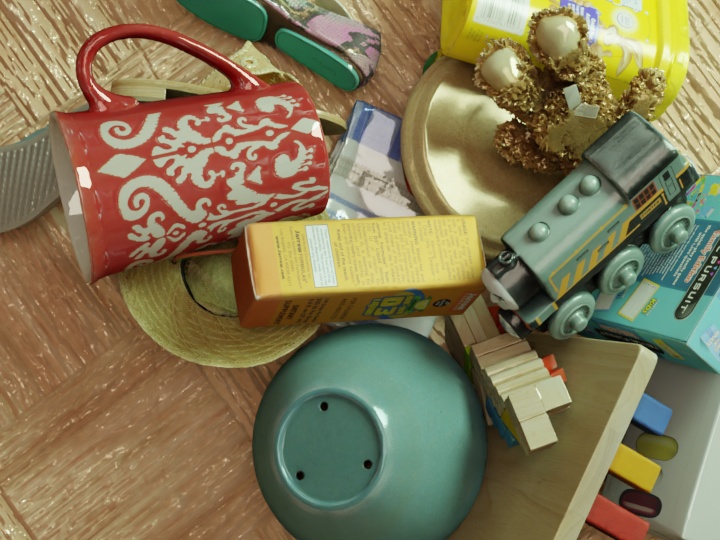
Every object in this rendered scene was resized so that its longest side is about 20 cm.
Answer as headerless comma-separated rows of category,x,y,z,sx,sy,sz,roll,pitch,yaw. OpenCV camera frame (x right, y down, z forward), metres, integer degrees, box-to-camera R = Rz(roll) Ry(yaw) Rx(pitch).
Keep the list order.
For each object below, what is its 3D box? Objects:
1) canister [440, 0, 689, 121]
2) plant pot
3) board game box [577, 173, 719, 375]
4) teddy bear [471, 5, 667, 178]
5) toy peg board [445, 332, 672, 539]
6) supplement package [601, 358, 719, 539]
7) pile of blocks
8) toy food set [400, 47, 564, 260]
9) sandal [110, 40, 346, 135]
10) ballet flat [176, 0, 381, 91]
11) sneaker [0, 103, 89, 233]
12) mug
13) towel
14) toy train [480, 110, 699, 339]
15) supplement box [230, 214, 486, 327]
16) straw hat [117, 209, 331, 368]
canister,0.173,-0.223,1.142,0.197,0.087,0.150,14,56,-13
plant pot,-0.006,0.140,1.065,0.197,0.135,0.204,-1,84,15
board game box,0.258,-0.005,1.097,0.047,0.199,0.152,37,81,-24
teddy bear,0.175,-0.130,1.092,0.198,0.067,0.145,31,114,-24
toy peg board,0.173,0.166,1.084,0.097,0.200,0.201,30,81,-17
supplement package,0.312,0.136,1.101,0.154,0.110,0.203,24,80,-27
pile of blocks,0.129,0.089,1.091,0.061,0.201,0.083,-18,122,-9
toy food set,0.125,-0.104,1.165,0.197,0.049,0.201,22,75,-14
sandal,-0.112,-0.167,1.157,0.208,0.078,0.071,6,80,3
ballet flat,-0.071,-0.230,1.178,0.198,0.069,0.072,26,64,-4
sneaker,-0.267,-0.087,1.145,0.197,0.082,0.075,-20,94,17
mug,-0.132,-0.093,1.033,0.197,0.180,0.134,-13,41,-18
towel,0.022,-0.036,1.175,0.145,0.024,0.203,23,82,-1
toy train,0.178,-0.032,1.039,0.199,0.114,0.085,-41,53,2
supplement box,0.000,0.000,1.064,0.197,0.067,0.070,-5,68,-19
straw hat,-0.111,0.002,1.130,0.197,0.085,0.204,3,66,-7
